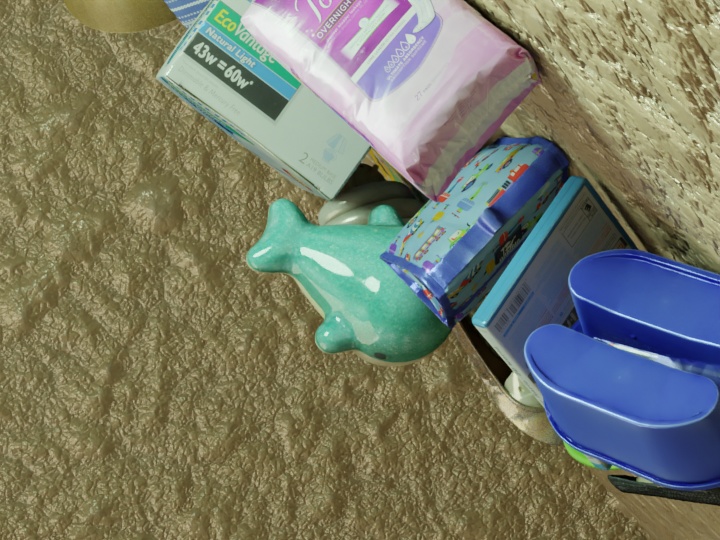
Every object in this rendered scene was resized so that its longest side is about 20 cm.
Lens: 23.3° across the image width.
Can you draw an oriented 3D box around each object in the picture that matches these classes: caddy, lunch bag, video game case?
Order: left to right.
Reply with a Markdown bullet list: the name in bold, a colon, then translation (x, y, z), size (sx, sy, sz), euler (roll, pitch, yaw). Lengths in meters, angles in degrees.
- **lunch bag**: translation (0.100, -0.039, 1.434), size (0.094, 0.151, 0.200), euler (45, 178, 2)
- **video game case**: translation (0.181, 0.044, 1.373), size (0.018, 0.144, 0.200), euler (16, 154, 50)
- **caddy**: translation (0.214, 0.074, 1.253), size (0.199, 0.142, 0.105), euler (21, 158, 39)

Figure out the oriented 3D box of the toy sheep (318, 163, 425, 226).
- **toy sheep**: translation (0.021, -0.013, 1.711), size (0.138, 0.137, 0.201), euler (54, -165, -73)

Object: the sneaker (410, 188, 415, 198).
- **sneaker**: translation (0.082, -0.013, 1.870), size (0.200, 0.070, 0.078), euler (44, 171, 33)

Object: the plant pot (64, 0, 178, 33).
- **plant pot**: translation (-0.250, -0.380, 1.792), size (0.186, 0.186, 0.201), euler (44, 164, 34)

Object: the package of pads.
- **package of pads**: translation (0.022, -0.156, 1.234), size (0.200, 0.121, 0.076), euler (44, -177, 28)

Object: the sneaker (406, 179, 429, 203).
- **sneaker**: translation (0.070, -0.104, 1.750), size (0.118, 0.074, 0.201), euler (42, 170, 7)

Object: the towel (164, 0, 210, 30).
- **towel**: translation (-0.105, -0.255, 1.803), size (0.200, 0.144, 0.024), euler (49, -142, -41)

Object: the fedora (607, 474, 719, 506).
- **fedora**: translation (0.297, 0.144, 1.405), size (0.199, 0.093, 0.201), euler (8, 174, 1)

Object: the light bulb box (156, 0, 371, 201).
- **light bulb box**: translation (-0.081, -0.176, 1.667), size (0.198, 0.125, 0.200), euler (36, 179, -10)

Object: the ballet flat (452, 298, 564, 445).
- **ballet flat**: translation (0.137, 0.079, 1.641), size (0.200, 0.068, 0.067), euler (49, 160, 9)

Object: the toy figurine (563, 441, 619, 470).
- **toy figurine**: translation (0.205, 0.045, 1.536), size (0.185, 0.149, 0.200), euler (61, 180, -27)

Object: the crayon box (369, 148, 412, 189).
- **crayon box**: translation (0.093, -0.083, 1.934), size (0.200, 0.052, 0.126), euler (44, 176, 29)

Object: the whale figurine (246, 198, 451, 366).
- **whale figurine**: translation (0.000, 0.000, 1.580), size (0.199, 0.160, 0.104), euler (28, 155, -4)
